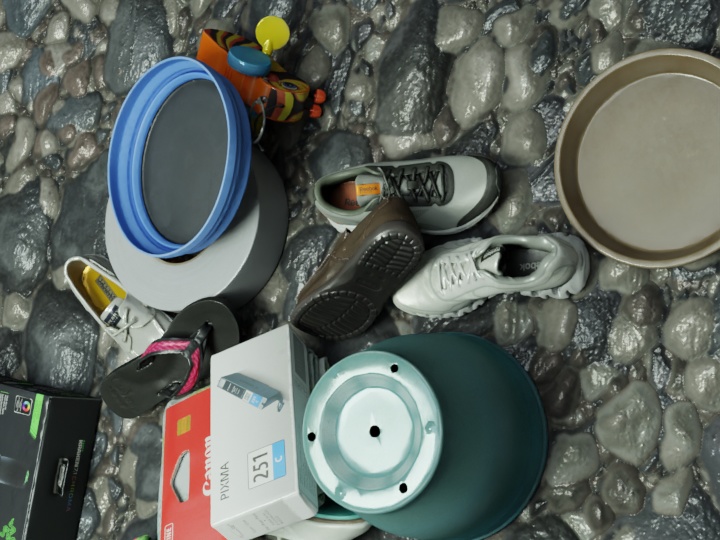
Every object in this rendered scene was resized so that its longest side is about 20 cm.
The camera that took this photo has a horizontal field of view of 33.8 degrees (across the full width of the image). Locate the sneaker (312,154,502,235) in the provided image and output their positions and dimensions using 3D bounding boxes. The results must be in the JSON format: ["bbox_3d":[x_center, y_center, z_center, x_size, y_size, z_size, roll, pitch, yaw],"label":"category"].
[{"bbox_3d":[0.044,-0.074,1.162,0.197,0.079,0.075,-7,77,24],"label":"sneaker"}]

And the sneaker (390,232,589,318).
[{"bbox_3d":[0.112,-0.002,1.117,0.197,0.081,0.077,-12,78,26],"label":"sneaker"}]

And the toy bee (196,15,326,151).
[{"bbox_3d":[-0.098,-0.185,1.252,0.131,0.107,0.202,-52,46,44],"label":"toy bee"}]

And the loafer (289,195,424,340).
[{"bbox_3d":[0.000,0.000,1.162,0.200,0.072,0.072,-42,31,40],"label":"loafer"}]

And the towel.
[{"bbox_3d":[-0.116,0.180,1.184,0.198,0.048,0.173,-22,43,19],"label":"towel"}]

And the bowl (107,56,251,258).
[{"bbox_3d":[-0.184,-0.113,1.203,0.199,0.039,0.204,-6,81,43],"label":"bowl"}]

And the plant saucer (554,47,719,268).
[{"bbox_3d":[0.275,-0.101,1.079,0.197,0.029,0.204,-4,80,27],"label":"plant saucer"}]

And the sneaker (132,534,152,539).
[{"bbox_3d":[-0.239,0.378,1.246,0.082,0.077,0.203,13,91,10],"label":"sneaker"}]

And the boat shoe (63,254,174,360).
[{"bbox_3d":[-0.254,0.054,1.293,0.071,0.070,0.200,-48,69,13],"label":"boat shoe"}]

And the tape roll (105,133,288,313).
[{"bbox_3d":[-0.177,-0.054,1.276,0.197,0.066,0.204,-5,80,27],"label":"tape roll"}]

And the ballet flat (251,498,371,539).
[{"bbox_3d":[-0.069,0.255,1.179,0.197,0.069,0.071,3,83,34],"label":"ballet flat"}]

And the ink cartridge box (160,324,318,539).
[{"bbox_3d":[-0.129,0.168,1.135,0.174,0.045,0.202,-24,43,16],"label":"ink cartridge box"}]

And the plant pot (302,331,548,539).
[{"bbox_3d":[0.048,0.148,1.064,0.197,0.187,0.204,-4,80,25],"label":"plant pot"}]

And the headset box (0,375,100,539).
[{"bbox_3d":[-0.398,0.213,1.330,0.197,0.092,0.177,10,87,27],"label":"headset box"}]

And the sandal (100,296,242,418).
[{"bbox_3d":[-0.199,0.101,1.234,0.199,0.045,0.075,-36,99,23],"label":"sandal"}]
